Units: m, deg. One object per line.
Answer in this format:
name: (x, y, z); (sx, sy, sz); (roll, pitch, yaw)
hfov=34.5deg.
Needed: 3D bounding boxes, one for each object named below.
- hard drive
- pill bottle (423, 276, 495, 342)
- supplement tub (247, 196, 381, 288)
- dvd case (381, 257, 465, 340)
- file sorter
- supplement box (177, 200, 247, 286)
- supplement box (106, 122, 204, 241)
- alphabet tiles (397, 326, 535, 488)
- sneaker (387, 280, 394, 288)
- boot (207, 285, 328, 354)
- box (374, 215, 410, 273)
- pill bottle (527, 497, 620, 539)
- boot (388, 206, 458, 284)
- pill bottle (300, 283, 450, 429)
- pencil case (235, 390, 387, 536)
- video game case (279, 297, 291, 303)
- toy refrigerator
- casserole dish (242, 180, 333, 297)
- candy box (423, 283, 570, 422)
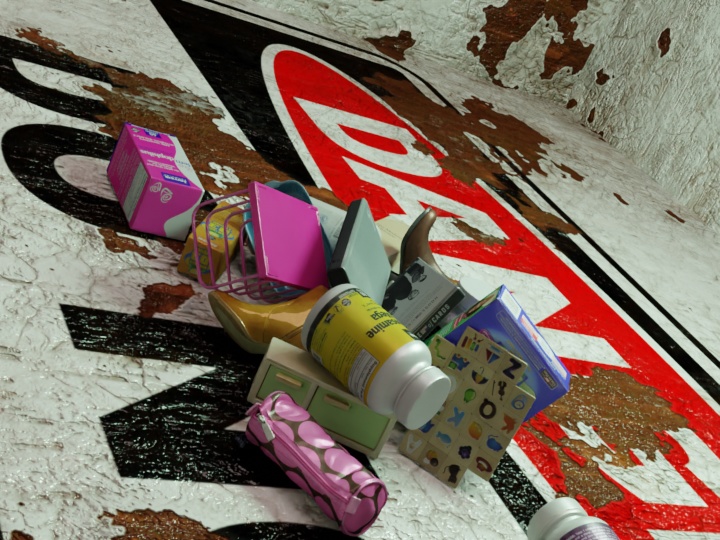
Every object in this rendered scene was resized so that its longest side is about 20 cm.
hard drive: (0.000, 0.000, 1.787); (0.032, 0.141, 0.201); (-11, 31, 18)
pill bottle: (0.144, 0.116, 1.772); (0.110, 0.202, 0.112); (22, 22, -9)
supplement tub: (-0.076, -0.050, 1.953); (0.197, 0.134, 0.132); (23, 20, 18)
dvd case: (0.071, 0.060, 1.767); (0.025, 0.150, 0.200); (45, -1, -20)
file sorter: (-0.152, -0.032, 1.753); (0.199, 0.123, 0.142); (18, 61, -63)
supplement box: (-0.234, -0.047, 1.890); (0.066, 0.070, 0.200); (23, 24, 0)
supplement box: (-0.346, -0.150, 1.945); (0.100, 0.104, 0.201); (12, 28, -33)
alphabet tiles: (0.141, 0.190, 1.616); (0.165, 0.202, 0.006); (31, 5, 13)
sneaker: (0.095, 0.075, 1.935); (0.114, 0.074, 0.200); (31, 7, -7)
boot: (-0.110, 0.065, 1.689); (0.201, 0.071, 0.144); (42, 65, 12)
box: (0.039, -0.034, 2.148); (0.094, 0.079, 0.200); (31, 23, 15)
pill bottle: (0.294, 0.385, 1.466); (0.111, 0.114, 0.201); (11, 27, -33)
boot: (0.152, 0.011, 2.034); (0.198, 0.191, 0.068); (27, 4, 6)
pill bottle: (0.022, 0.117, 1.551); (0.199, 0.114, 0.112); (39, 25, 28)
pencil case: (-0.059, 0.237, 1.436); (0.199, 0.091, 0.094); (36, -11, 28)
video game case: (-0.010, 0.099, 1.878); (0.199, 0.024, 0.181); (39, 25, 26)
toy refrigerator: (-0.049, 0.176, 1.593); (0.197, 0.077, 0.070); (25, 22, -5)
casserole dish: (-0.112, -0.049, 1.874); (0.202, 0.120, 0.039); (64, 9, 15)
candy box: (0.175, 0.150, 1.671); (0.170, 0.199, 0.077); (52, 20, -2)
